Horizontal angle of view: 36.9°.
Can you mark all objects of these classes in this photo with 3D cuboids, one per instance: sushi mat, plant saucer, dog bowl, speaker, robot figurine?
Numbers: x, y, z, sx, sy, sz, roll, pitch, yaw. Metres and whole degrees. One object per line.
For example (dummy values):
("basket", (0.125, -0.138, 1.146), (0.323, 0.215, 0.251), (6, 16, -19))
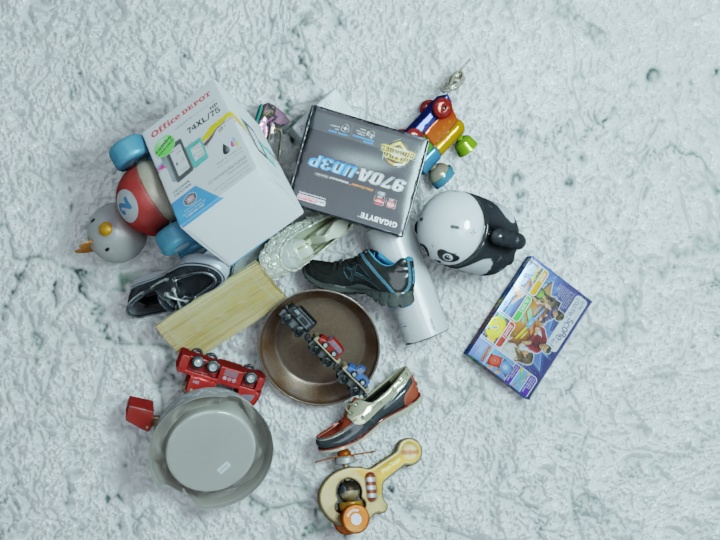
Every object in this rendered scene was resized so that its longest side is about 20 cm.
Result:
("sushi mat", (-0.222, 0.068, 1.723), (0.199, 0.012, 0.096), (-32, 125, 8))
("plant saucer", (-0.067, 0.121, 1.752), (0.197, 0.037, 0.203), (0, 108, 0))
("dog bowl", (-0.238, 0.276, 1.707), (0.197, 0.059, 0.203), (-5, 112, -12))
("speaker", (0.075, 0.015, 1.777), (0.080, 0.081, 0.203), (-20, 91, -8))
("robot figurine", (0.178, -0.057, 1.748), (0.150, 0.199, 0.126), (-37, 60, 28))

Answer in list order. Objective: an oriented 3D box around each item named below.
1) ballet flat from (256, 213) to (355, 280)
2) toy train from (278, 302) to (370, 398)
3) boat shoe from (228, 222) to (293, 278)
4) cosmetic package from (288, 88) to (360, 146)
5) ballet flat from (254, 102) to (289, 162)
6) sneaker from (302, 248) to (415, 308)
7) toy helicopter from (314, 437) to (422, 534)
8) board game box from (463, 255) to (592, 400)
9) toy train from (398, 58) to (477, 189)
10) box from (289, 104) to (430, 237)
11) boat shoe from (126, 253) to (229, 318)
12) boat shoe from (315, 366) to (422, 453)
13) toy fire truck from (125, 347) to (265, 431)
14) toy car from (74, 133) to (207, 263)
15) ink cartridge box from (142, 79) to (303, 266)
("ballet flat", (-0.081, -0.050, 1.737), (0.199, 0.072, 0.072), (-37, 94, -23))
("toy train", (-0.051, 0.126, 1.720), (0.046, 0.034, 0.200), (-43, 102, 1))
("boat shoe", (-0.157, -0.054, 1.755), (0.075, 0.060, 0.202), (23, 86, -7))
("cosmetic package", (-0.017, -0.187, 1.773), (0.102, 0.074, 0.200), (-43, 96, -7))
("ballet flat", (-0.171, -0.174, 1.755), (0.070, 0.069, 0.202), (27, 81, -10))
("sneaker", (0.000, 0.000, 1.740), (0.197, 0.073, 0.083), (11, 104, 21))
("toy helicopter", (0.014, 0.334, 1.777), (0.199, 0.079, 0.133), (-33, 85, -18))
("board game box", (0.284, 0.097, 1.828), (0.135, 0.034, 0.201), (36, 84, -7))
("toy train", (0.154, -0.241, 1.799), (0.200, 0.085, 0.116), (-46, 105, -7))
("box", (-0.005, -0.157, 1.710), (0.197, 0.046, 0.161), (17, 88, -2))
("boat shoe", (-0.288, 0.031, 1.676), (0.072, 0.198, 0.068), (51, 39, -35))
("boat shoe", (0.008, 0.230, 1.765), (0.198, 0.071, 0.063), (-29, 108, -14))
("toy fire truck", (-0.264, 0.202, 1.733), (0.197, 0.049, 0.143), (19, 99, -16))
("toy car", (-0.365, -0.074, 1.681), (0.199, 0.177, 0.186), (-32, 83, 5))
("ink cartridge box", (-0.209, -0.147, 1.628), (0.146, 0.146, 0.201), (-35, 56, 9))
